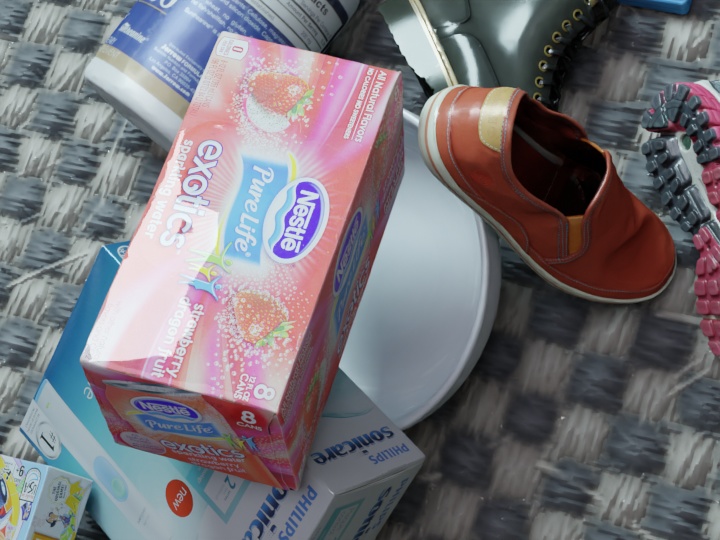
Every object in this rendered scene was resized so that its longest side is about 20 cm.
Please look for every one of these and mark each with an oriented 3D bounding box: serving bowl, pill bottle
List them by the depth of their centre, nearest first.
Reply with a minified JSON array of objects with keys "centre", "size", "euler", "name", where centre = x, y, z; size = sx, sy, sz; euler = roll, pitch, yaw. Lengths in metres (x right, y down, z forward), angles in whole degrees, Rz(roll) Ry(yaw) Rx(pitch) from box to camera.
[{"centre":[0.000,0.000,0.902],"size":[0.199,0.066,0.201],"euler":[-1,88,33],"name":"serving bowl"},{"centre":[-0.071,-0.164,0.967],"size":[0.111,0.111,0.200],"euler":[35,85,23],"name":"pill bottle"}]

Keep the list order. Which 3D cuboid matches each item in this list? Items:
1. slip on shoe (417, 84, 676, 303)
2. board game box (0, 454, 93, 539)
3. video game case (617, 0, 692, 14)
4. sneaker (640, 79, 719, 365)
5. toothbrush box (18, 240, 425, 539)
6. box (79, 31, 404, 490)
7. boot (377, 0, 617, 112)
[{"centre":[0.114,-0.038,0.831],"size":[0.061,0.200,0.074],"euler":[-4,61,45],"name":"slip on shoe"},{"centre":[-0.248,0.170,0.907],"size":[0.199,0.034,0.135],"euler":[3,72,44],"name":"board game box"},{"centre":[0.129,-0.246,0.986],"size":[0.199,0.018,0.144],"euler":[14,77,20],"name":"video game case"},{"centre":[0.227,-0.016,0.853],"size":[0.074,0.081,0.201],"euler":[-9,76,-27],"name":"sneaker"},{"centre":[-0.082,0.097,0.865],"size":[0.200,0.085,0.147],"euler":[44,123,23],"name":"toothbrush box"},{"centre":[-0.051,-0.006,0.774],"size":[0.102,0.095,0.201],"euler":[14,62,11],"name":"box"},{"centre":[0.112,-0.114,0.911],"size":[0.138,0.077,0.201],"euler":[-31,73,6],"name":"boot"}]
